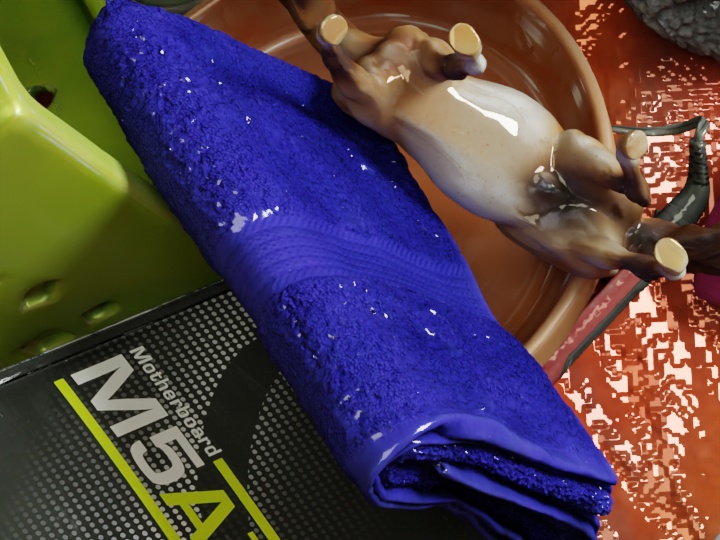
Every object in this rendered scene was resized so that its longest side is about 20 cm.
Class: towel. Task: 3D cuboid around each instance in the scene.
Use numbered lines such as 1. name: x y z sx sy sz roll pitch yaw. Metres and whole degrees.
1. towel: 0.000 0.000 0.950 0.050 0.148 0.200 -42 60 12

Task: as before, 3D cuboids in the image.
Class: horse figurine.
1. horse figurine: 0.050 -0.043 0.975 0.199 0.133 0.050 31 85 -3

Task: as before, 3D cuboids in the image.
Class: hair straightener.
1. hair straightener: 0.049 0.010 1.063 0.077 0.041 0.200 44 89 13

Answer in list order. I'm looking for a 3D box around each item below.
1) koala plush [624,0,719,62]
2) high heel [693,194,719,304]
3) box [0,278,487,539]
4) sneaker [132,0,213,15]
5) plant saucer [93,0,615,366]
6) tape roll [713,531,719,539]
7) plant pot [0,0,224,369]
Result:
1. koala plush: 0.161 -0.165 1.016 0.183 0.200 0.178 -5 77 4
2. high heel: 0.222 0.013 1.058 0.199 0.067 0.096 32 115 4
3. box: -0.046 0.107 0.925 0.193 0.048 0.200 -23 64 -33
4. sneaker: -0.094 -0.204 1.087 0.073 0.118 0.201 -19 75 1
5. plant saucer: -0.004 -0.024 1.063 0.199 0.032 0.201 -6 64 13
6. tape roll: 0.185 0.160 0.970 0.202 0.037 0.204 7 76 -29
7. plant pot: -0.176 -0.044 1.001 0.181 0.200 0.200 -36 63 10
